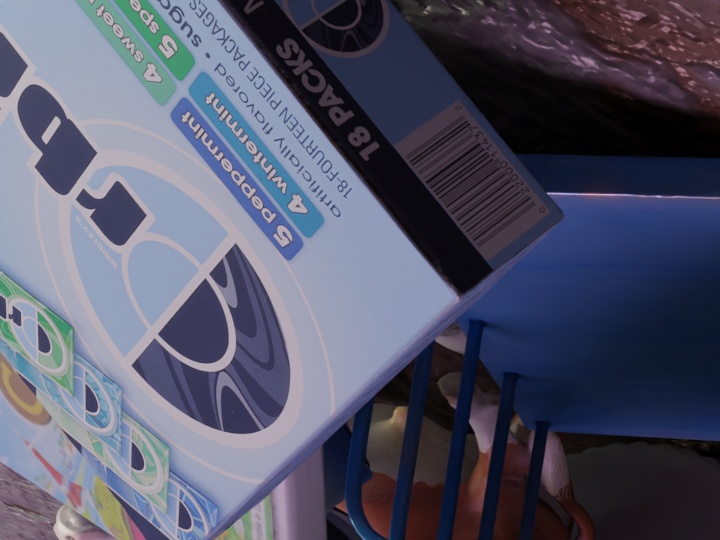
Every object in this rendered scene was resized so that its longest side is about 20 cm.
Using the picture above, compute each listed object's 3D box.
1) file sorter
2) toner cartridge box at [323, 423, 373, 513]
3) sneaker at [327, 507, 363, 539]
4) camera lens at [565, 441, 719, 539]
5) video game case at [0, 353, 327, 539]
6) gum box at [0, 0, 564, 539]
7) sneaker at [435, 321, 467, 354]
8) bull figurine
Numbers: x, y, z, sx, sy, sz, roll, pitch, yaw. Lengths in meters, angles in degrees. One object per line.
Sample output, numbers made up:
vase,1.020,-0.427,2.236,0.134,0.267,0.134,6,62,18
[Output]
file sorter,0.087,0.061,0.879,0.138,0.123,0.200,3,158,19
toner cartridge box,-0.079,-0.005,0.953,0.201,0.043,0.095,60,155,-13
sneaker,-0.020,0.150,0.924,0.115,0.075,0.200,14,-142,-50
camera lens,0.130,0.170,1.160,0.159,0.161,0.200,17,163,27
video game case,-0.085,0.006,0.901,0.182,0.022,0.201,29,141,30
gum box,-0.055,-0.028,0.775,0.170,0.044,0.200,51,145,5
sneaker,0.000,0.000,0.943,0.073,0.085,0.200,15,164,27
bull figurine,-0.011,0.071,1.063,0.199,0.065,0.122,3,128,-4
